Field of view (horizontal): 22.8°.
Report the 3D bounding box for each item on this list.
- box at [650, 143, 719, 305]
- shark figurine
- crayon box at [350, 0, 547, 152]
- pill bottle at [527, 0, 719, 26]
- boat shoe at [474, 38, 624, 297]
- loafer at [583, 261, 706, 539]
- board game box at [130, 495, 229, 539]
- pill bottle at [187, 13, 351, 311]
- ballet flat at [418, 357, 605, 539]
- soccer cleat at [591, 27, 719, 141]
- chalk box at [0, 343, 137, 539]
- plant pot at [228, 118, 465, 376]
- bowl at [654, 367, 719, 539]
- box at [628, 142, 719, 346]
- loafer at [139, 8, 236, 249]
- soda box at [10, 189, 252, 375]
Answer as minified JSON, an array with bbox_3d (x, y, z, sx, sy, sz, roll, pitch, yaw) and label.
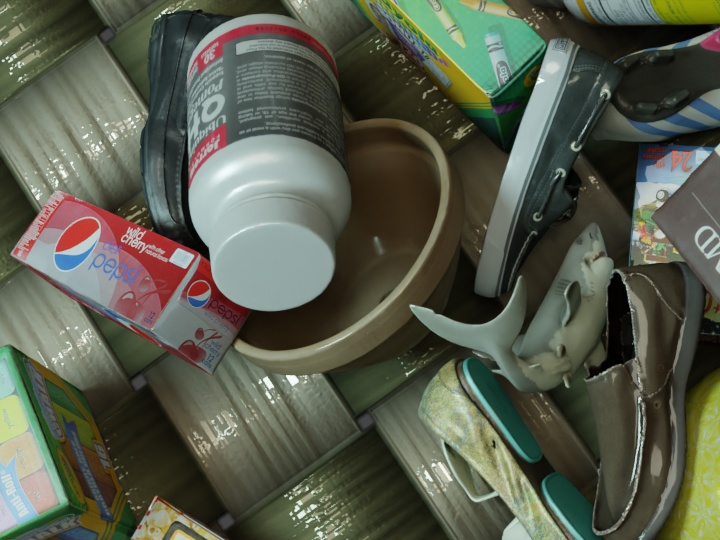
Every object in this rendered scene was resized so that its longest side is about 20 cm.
[{"bbox_3d":[0.327,-0.030,1.101,0.200,0.164,0.166,-47,52,19],"label":"box"},{"bbox_3d":[0.108,0.050,1.224,0.089,0.214,0.130,0,102,30],"label":"shark figurine"},{"bbox_3d":[0.054,-0.189,1.306,0.058,0.119,0.200,-42,72,-3],"label":"crayon box"},{"bbox_3d":[0.212,-0.230,1.275,0.198,0.109,0.110,4,75,34],"label":"pill bottle"},{"bbox_3d":[0.128,-0.062,1.245,0.056,0.069,0.202,19,119,4],"label":"boat shoe"},{"bbox_3d":[0.177,0.088,1.201,0.070,0.073,0.202,13,78,-17],"label":"loafer"},{"bbox_3d":[-0.097,0.274,1.244,0.199,0.046,0.152,30,82,16],"label":"board game box"},{"bbox_3d":[-0.063,-0.072,1.215,0.110,0.111,0.201,-13,45,6],"label":"pill bottle"},{"bbox_3d":[0.110,0.152,1.236,0.070,0.071,0.201,-37,77,-2],"label":"ballet flat"},{"bbox_3d":[0.251,-0.136,1.290,0.198,0.086,0.071,-10,78,-18],"label":"soccer cleat"},{"bbox_3d":[-0.254,0.139,1.227,0.123,0.200,0.125,-25,73,2],"label":"chalk box"},{"bbox_3d":[0.000,0.000,1.257,0.200,0.093,0.202,-24,43,24],"label":"plant pot"},{"bbox_3d":[0.287,0.143,1.183,0.198,0.108,0.202,-2,75,8],"label":"bowl"},{"bbox_3d":[0.290,-0.014,1.261,0.198,0.038,0.138,4,76,11],"label":"box"},{"bbox_3d":[-0.123,-0.108,1.330,0.070,0.068,0.202,-6,62,12],"label":"loafer"},{"bbox_3d":[-0.163,0.005,1.269,0.199,0.070,0.064,24,78,48],"label":"soda box"}]
